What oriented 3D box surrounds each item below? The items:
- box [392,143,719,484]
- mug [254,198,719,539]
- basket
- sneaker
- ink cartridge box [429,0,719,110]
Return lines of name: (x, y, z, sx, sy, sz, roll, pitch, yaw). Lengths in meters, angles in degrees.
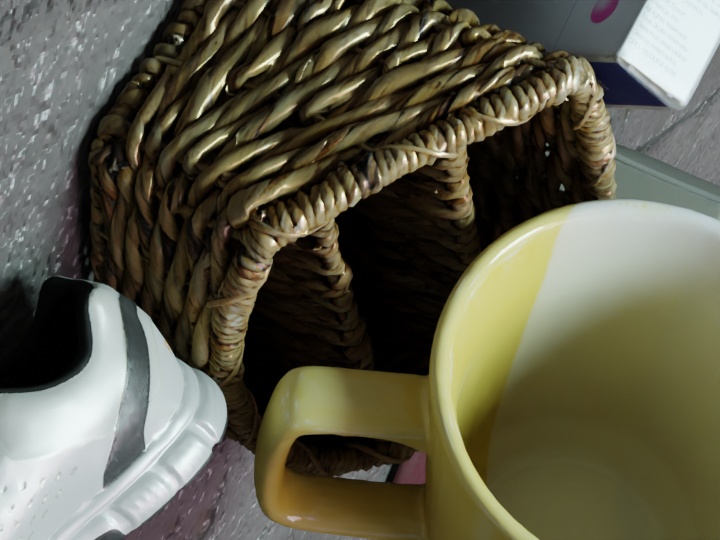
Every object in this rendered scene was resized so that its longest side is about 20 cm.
box: (0.114, 0.043, 1.410, 0.128, 0.109, 0.201, 6, 107, -68)
mug: (0.072, 0.066, 1.041, 0.150, 0.186, 0.153, -53, 170, -27)
basket: (0.000, 0.000, 1.040, 0.143, 0.148, 0.200, -56, 158, -22)
sneaker: (-0.133, 0.084, 0.950, 0.200, 0.073, 0.080, -50, 126, -24)
ink cartridge box: (0.094, -0.152, 1.070, 0.043, 0.196, 0.201, 35, 76, -27)
